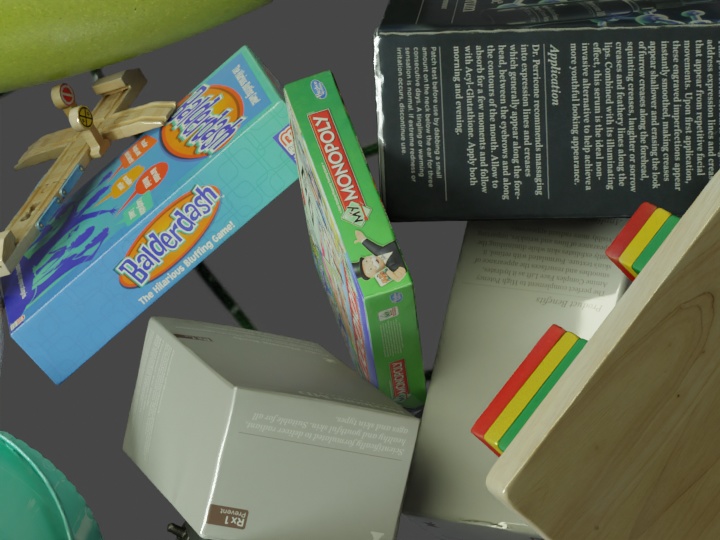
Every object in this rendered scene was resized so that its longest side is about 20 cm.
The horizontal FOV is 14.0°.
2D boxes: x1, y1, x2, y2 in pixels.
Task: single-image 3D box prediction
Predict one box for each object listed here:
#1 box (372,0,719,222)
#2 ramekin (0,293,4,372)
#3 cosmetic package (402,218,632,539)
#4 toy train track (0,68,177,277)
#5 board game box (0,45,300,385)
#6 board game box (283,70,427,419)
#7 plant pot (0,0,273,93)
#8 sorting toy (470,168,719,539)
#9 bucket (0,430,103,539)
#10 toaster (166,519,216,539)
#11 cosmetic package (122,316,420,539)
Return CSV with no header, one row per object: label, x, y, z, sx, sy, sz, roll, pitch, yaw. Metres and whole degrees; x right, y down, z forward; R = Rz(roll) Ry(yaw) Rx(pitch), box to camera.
box,0.113,-0.098,1.557,0.200,0.148,0.107,-1,109,6
ramekin,-0.296,0.034,1.701,0.200,0.098,0.201,2,93,45
cosmetic package,0.098,0.052,1.590,0.102,0.074,0.200,8,75,24
toy train track,-0.178,-0.066,1.706,0.115,0.033,0.200,-15,29,32
board game box,-0.117,-0.035,1.676,0.200,0.045,0.152,-41,18,2
board game box,0.000,0.000,1.576,0.029,0.200,0.135,-18,63,-5
plant pot,-0.153,-0.199,1.745,0.200,0.187,0.187,-3,68,5
sorting toy,0.169,0.073,1.493,0.200,0.199,0.070,-52,36,-6
bucket,-0.239,0.182,1.573,0.207,0.207,0.135,-6,29,20
toaster,-0.079,0.231,1.514,0.119,0.200,0.181,29,90,-8
cosmetic package,-0.051,0.087,1.550,0.200,0.107,0.090,-158,79,-70
